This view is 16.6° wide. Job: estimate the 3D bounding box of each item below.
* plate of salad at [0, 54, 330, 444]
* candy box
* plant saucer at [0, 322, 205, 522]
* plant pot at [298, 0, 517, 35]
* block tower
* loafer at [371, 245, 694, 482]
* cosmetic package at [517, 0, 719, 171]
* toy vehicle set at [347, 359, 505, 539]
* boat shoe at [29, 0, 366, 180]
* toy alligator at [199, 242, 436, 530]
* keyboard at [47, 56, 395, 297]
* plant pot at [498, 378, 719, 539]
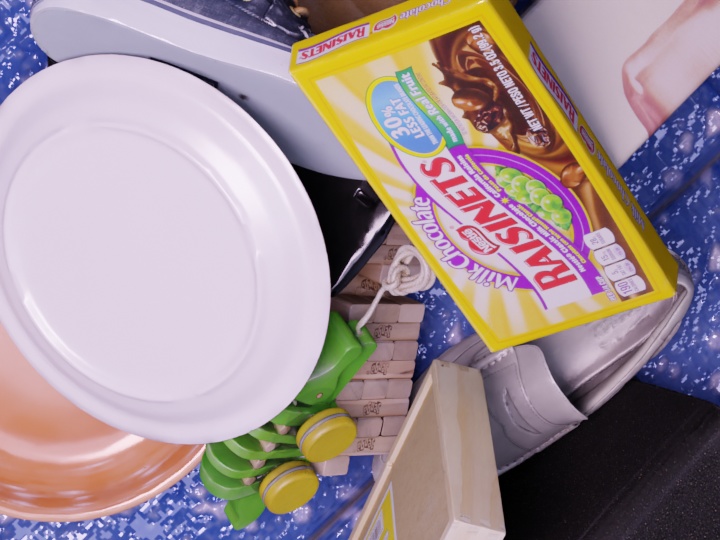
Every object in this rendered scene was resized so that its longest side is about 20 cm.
[{"bbox_3d":[-0.100,-0.011,1.189,0.199,0.048,0.201,11,116,23],"label":"plate of salad"},{"bbox_3d":[0.059,-0.044,1.128,0.102,0.027,0.200,-17,131,26],"label":"candy box"},{"bbox_3d":[-0.154,0.028,1.261,0.199,0.037,0.202,-2,102,-8],"label":"plant saucer"},{"bbox_3d":[0.024,-0.191,1.175,0.027,0.199,0.202,-9,107,-40],"label":"plant pot"},{"bbox_3d":[0.000,0.000,1.260,0.058,0.054,0.201,1,104,-41],"label":"block tower"},{"bbox_3d":[0.090,0.057,1.288,0.200,0.070,0.070,-42,105,2],"label":"loafer"},{"bbox_3d":[0.145,-0.133,1.207,0.200,0.103,0.087,-44,93,-12],"label":"cosmetic package"},{"bbox_3d":[0.018,0.159,1.236,0.026,0.125,0.201,15,124,-14],"label":"toy vehicle set"},{"bbox_3d":[-0.050,-0.118,1.169,0.199,0.071,0.091,22,61,-2],"label":"boat shoe"},{"bbox_3d":[-0.033,0.059,1.214,0.054,0.059,0.200,-1,136,-43],"label":"toy alligator"},{"bbox_3d":[-0.055,-0.083,1.223,0.200,0.040,0.104,41,97,13],"label":"keyboard"},{"bbox_3d":[0.155,0.168,1.270,0.200,0.199,0.178,37,83,-15],"label":"plant pot"}]
